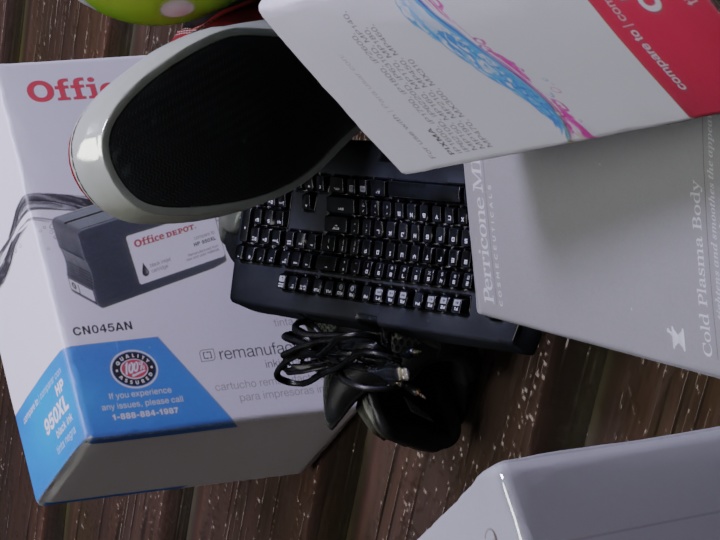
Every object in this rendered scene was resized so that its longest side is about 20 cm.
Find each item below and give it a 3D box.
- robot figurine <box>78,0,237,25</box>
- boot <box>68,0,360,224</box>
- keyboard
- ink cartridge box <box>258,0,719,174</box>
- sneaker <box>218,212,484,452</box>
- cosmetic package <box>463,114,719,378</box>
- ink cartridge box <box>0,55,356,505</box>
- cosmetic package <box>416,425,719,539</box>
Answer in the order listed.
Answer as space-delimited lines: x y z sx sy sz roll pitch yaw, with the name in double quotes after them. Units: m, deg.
-0.065 -0.171 1.104 0.175 0.200 0.116 2 110 27 "robot figurine"
-0.067 -0.072 1.104 0.144 0.200 0.073 -3 112 49 "boot"
0.000 0.000 1.054 0.200 0.040 0.105 6 94 54 "keyboard"
0.081 -0.117 0.825 0.086 0.148 0.200 47 152 -23 "ink cartridge box"
-0.007 0.019 1.163 0.199 0.076 0.115 5 93 59 "sneaker"
0.115 -0.028 0.887 0.200 0.090 0.107 8 106 61 "cosmetic package"
-0.102 0.000 1.277 0.084 0.144 0.201 -51 51 54 "ink cartridge box"
0.110 0.170 0.845 0.167 0.166 0.201 -51 51 55 "cosmetic package"
